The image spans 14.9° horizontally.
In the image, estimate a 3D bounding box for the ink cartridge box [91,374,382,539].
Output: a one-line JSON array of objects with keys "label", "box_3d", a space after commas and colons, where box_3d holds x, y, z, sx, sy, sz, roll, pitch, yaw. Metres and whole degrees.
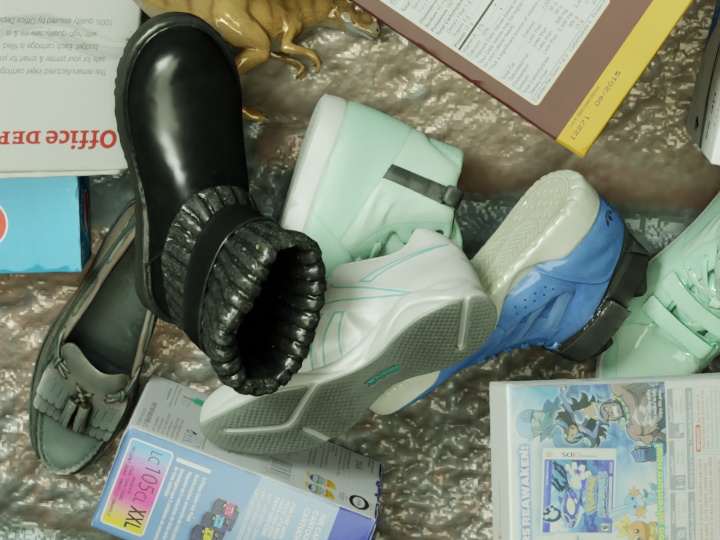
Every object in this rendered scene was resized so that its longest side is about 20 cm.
[{"label": "ink cartridge box", "box_3d": [-0.061, 0.149, 1.763, 0.200, 0.136, 0.076, 20, 102, -2]}]

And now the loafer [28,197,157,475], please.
[{"label": "loafer", "box_3d": [-0.168, 0.044, 1.783, 0.072, 0.063, 0.200, 22, 99, -3]}]

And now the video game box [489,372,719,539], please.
[{"label": "video game box", "box_3d": [0.174, 0.165, 1.722, 0.182, 0.047, 0.200, -1, 91, -16]}]

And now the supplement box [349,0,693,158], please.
[{"label": "supplement box", "box_3d": [0.084, -0.189, 1.671, 0.200, 0.197, 0.133, 34, 99, -5]}]

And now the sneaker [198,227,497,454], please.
[{"label": "sneaker", "box_3d": [-0.013, 0.047, 1.701, 0.200, 0.080, 0.070, -29, 140, 9]}]

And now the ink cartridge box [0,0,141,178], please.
[{"label": "ink cartridge box", "box_3d": [-0.215, -0.163, 1.704, 0.147, 0.083, 0.200, -3, 103, -42]}]

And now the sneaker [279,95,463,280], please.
[{"label": "sneaker", "box_3d": [0.000, 0.000, 1.761, 0.118, 0.074, 0.200, 18, 101, -6]}]

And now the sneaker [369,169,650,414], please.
[{"label": "sneaker", "box_3d": [0.099, 0.039, 1.753, 0.200, 0.077, 0.111, -46, 122, 3]}]

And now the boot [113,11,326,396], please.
[{"label": "boot", "box_3d": [-0.083, -0.042, 1.662, 0.079, 0.158, 0.211, -12, 110, -20]}]

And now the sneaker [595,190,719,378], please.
[{"label": "sneaker", "box_3d": [0.218, 0.018, 1.745, 0.074, 0.118, 0.200, 33, 100, -6]}]

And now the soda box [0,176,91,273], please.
[{"label": "soda box", "box_3d": [-0.276, -0.034, 1.772, 0.200, 0.064, 0.068, -1, 100, 1]}]

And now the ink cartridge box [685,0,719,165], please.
[{"label": "ink cartridge box", "box_3d": [0.252, -0.120, 1.679, 0.068, 0.200, 0.116, 12, 100, -1]}]

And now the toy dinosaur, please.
[{"label": "toy dinosaur", "box_3d": [-0.088, -0.154, 1.744, 0.200, 0.060, 0.106, 3, 106, -28]}]
